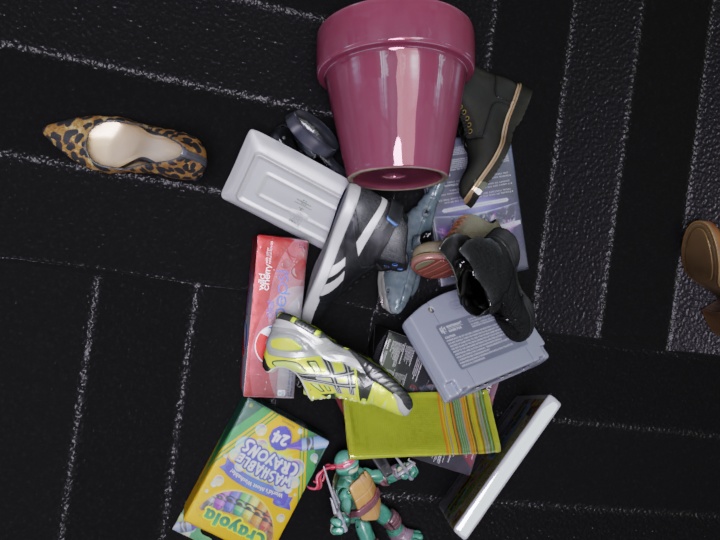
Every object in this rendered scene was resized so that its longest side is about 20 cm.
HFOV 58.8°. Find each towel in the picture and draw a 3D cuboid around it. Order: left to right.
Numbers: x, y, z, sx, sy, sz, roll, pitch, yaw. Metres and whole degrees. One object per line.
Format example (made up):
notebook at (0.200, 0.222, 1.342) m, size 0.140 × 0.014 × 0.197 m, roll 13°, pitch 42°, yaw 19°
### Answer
towel at (0.077, 0.190, 0.800) m, size 0.195 × 0.018 × 0.087 m, roll 1°, pitch 49°, yaw -13°

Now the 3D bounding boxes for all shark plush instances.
shark plush at (0.081, -0.036, 0.861) m, size 0.090 × 0.083 × 0.202 m, roll 37°, pitch 86°, yaw -13°

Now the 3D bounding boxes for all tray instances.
tray at (-0.075, -0.089, 0.827) m, size 0.197 × 0.022 × 0.108 m, roll 26°, pitch 119°, yaw -13°

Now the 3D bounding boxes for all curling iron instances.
curling iron at (-0.023, 0.183, 0.817) m, size 0.049 × 0.026 × 0.200 m, roll -36°, pitch 60°, yaw -14°

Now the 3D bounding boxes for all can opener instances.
can opener at (-0.039, -0.122, 0.845) m, size 0.200 × 0.078 × 0.064 m, roll 46°, pitch 73°, yaw -20°

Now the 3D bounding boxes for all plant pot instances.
plant pot at (0.044, -0.200, 0.783) m, size 0.195 × 0.200 × 0.184 m, roll 0°, pitch 85°, yaw -14°

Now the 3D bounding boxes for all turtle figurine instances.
turtle figurine at (0.012, 0.305, 0.847) m, size 0.149 × 0.100 × 0.203 m, roll -33°, pitch 108°, yaw -28°

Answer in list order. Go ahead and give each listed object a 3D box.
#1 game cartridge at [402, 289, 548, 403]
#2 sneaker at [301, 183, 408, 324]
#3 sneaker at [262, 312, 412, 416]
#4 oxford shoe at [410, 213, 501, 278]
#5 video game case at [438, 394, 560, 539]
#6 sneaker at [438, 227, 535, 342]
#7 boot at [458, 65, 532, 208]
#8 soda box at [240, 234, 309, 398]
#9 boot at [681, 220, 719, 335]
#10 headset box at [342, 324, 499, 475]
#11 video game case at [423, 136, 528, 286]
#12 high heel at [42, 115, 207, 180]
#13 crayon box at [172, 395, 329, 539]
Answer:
game cartridge at (0.153, 0.088, 0.858) m, size 0.197 × 0.041 × 0.135 m, roll -11°, pitch 64°, yaw -36°
sneaker at (0.000, 0.000, 0.815) m, size 0.110 × 0.073 × 0.203 m, roll 19°, pitch 117°, yaw -9°
sneaker at (-0.028, 0.129, 0.781) m, size 0.197 × 0.075 × 0.077 m, roll 30°, pitch 86°, yaw 2°
oxford shoe at (0.129, -0.034, 0.845) m, size 0.198 × 0.070 × 0.075 m, roll -4°, pitch 76°, yaw -49°
video game case at (0.179, 0.252, 0.850) m, size 0.023 × 0.182 × 0.201 m, roll 38°, pitch 82°, yaw 8°
sneaker at (0.158, 0.029, 0.787) m, size 0.104 × 0.059 × 0.203 m, roll -41°, pitch 126°, yaw -34°
boot at (0.138, -0.197, 0.872) m, size 0.136 × 0.078 × 0.202 m, roll 28°, pitch 63°, yaw -2°
soda box at (-0.113, 0.058, 0.827) m, size 0.068 × 0.063 × 0.205 m, roll 6°, pitch 89°, yaw -15°
boot at (0.600, -0.014, 1.002) m, size 0.153 × 0.077 × 0.203 m, roll -28°, pitch 101°, yaw -10°
headset box at (0.093, 0.179, 0.878) m, size 0.196 × 0.075 × 0.152 m, roll 19°, pitch 87°, yaw -14°
video game case at (0.163, -0.090, 0.919) m, size 0.140 × 0.019 × 0.205 m, roll -10°, pitch 95°, yaw -14°
high heel at (-0.275, -0.149, 0.739) m, size 0.196 × 0.142 × 0.073 m, roll 12°, pitch 89°, yaw -14°
crayon box at (-0.143, 0.280, 0.832) m, size 0.124 × 0.052 × 0.203 m, roll 30°, pitch 85°, yaw -13°
